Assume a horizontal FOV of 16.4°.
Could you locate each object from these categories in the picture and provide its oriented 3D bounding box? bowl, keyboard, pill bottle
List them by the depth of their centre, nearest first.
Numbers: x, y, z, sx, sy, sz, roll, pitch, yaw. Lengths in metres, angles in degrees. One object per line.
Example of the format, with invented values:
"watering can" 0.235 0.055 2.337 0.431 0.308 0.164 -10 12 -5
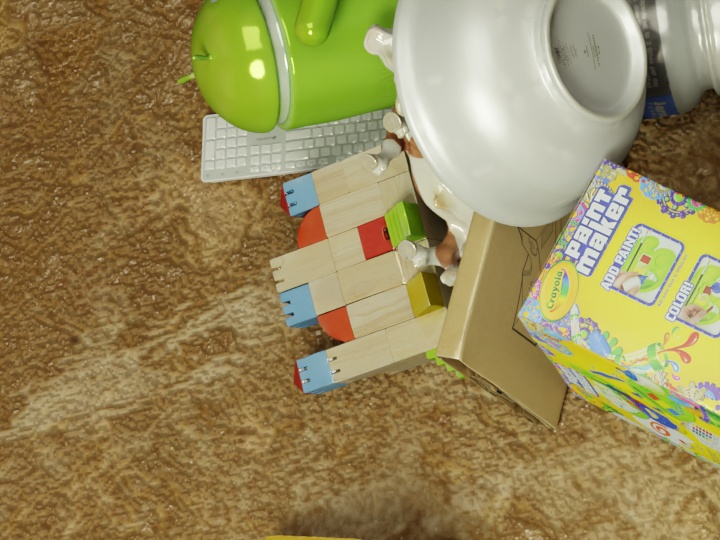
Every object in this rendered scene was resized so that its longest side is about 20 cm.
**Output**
"bowl" 0.123 -0.135 1.618 0.090 0.200 0.202 -15 65 47
"pill bottle" 0.182 -0.161 1.770 0.199 0.114 0.114 -8 71 14
"keyboard" -0.024 -0.102 1.868 0.199 0.011 0.057 -6 71 14

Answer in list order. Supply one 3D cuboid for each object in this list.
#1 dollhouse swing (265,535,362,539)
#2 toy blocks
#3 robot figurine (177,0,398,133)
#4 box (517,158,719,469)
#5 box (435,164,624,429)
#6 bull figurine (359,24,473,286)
"dollhouse swing" 0.017 0.304 1.714 0.181 0.175 0.201 -7 65 58
"toy blocks" 0.000 0.000 1.791 0.136 0.100 0.201 -20 78 25
"robot figurine" -0.034 -0.165 1.814 0.199 0.175 0.116 -13 82 -15
"box" 0.230 0.047 1.642 0.192 0.200 0.122 26 82 21
"box" 0.119 -0.009 1.713 0.021 0.163 0.201 8 75 32
"bull figurine" 0.055 -0.079 1.721 0.065 0.121 0.201 -25 99 39
